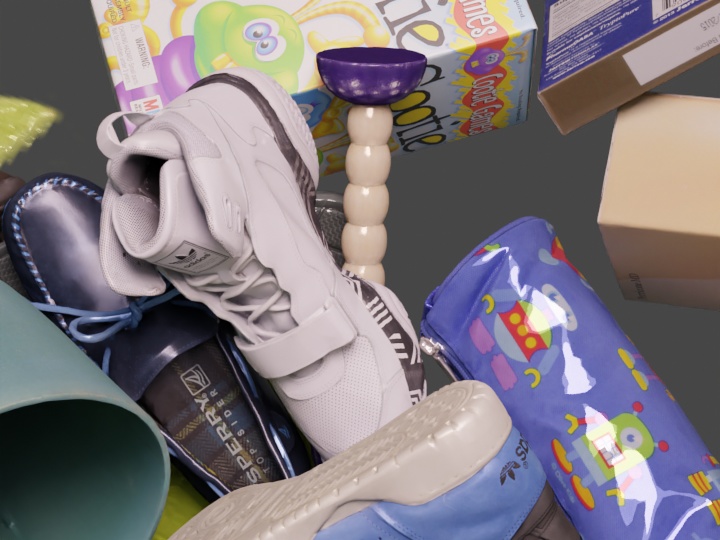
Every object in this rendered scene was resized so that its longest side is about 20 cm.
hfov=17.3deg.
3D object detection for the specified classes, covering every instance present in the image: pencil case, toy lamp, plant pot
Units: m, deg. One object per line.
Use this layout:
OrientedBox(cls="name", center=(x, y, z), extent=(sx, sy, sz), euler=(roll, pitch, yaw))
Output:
OrientedBox(cls="pencil case", center=(0.103, 0.071, 1.100), extent=(0.087, 0.078, 0.200), euler=(-31, 71, -12))
OrientedBox(cls="toy lamp", center=(0.000, 0.000, 1.094), extent=(0.058, 0.058, 0.201), euler=(1, 103, 1))
OrientedBox(cls="plant pot", center=(-0.209, 0.078, 1.043), extent=(0.200, 0.201, 0.161), euler=(-34, 58, -13))

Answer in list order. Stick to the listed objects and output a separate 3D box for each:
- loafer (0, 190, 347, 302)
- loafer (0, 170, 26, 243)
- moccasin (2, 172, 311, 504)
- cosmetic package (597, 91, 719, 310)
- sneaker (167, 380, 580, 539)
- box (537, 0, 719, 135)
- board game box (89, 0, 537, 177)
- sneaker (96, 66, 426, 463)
OrientedBox(cls="loafer", center=(-0.090, -0.001, 1.150), extent=(0.199, 0.063, 0.072), euler=(-8, 104, 0))
OrientedBox(cls="loafer", center=(-0.254, -0.005, 1.136), extent=(0.199, 0.073, 0.072), euler=(-29, 72, -11))
OrientedBox(cls="moccasin", center=(-0.084, 0.034, 1.085), extent=(0.080, 0.068, 0.200), euler=(-44, 97, -4))
OrientedBox(cls="cosmetic package", center=(0.218, -0.023, 1.104), extent=(0.199, 0.105, 0.071), euler=(6, 69, 18))
OrientedBox(cls="sneaker", center=(-0.001, 0.137, 1.018), extent=(0.199, 0.077, 0.111), euler=(-29, 106, 18))
OrientedBox(cls="box", center=(0.145, -0.147, 1.148), extent=(0.121, 0.032, 0.200), euler=(-28, 25, 21))
OrientedBox(cls="board game box", center=(-0.025, -0.113, 1.163), extent=(0.199, 0.103, 0.105), euler=(-16, 68, -6))
OrientedBox(cls="sneaker", center=(-0.048, 0.011, 1.025), extent=(0.075, 0.115, 0.201), euler=(-26, 86, 31))
